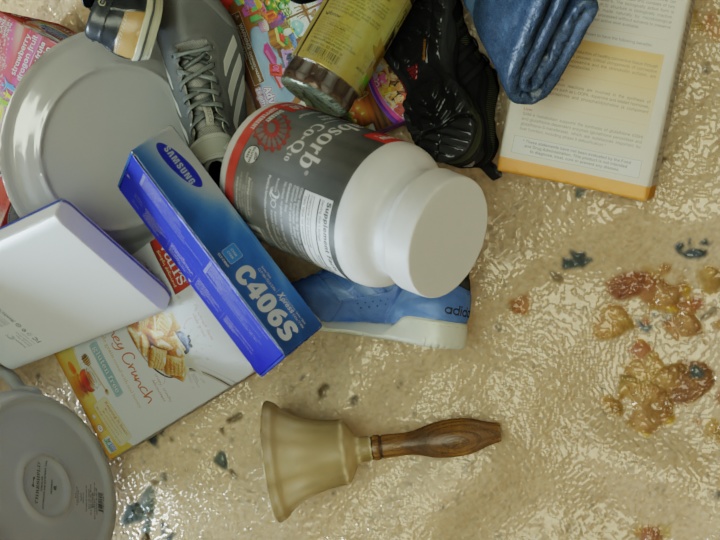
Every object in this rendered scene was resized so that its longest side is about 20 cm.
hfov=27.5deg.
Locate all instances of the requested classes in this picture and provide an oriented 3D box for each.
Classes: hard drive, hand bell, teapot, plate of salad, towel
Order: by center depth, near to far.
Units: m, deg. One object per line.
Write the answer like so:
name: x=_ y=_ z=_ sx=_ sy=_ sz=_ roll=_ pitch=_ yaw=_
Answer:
towel: x=0.116 y=-0.227 z=1.132 sx=0.048 sy=0.201 sz=0.112 roll=6 pitch=132 yaw=-22
hand bell: x=0.021 y=0.151 z=1.255 sx=0.198 sy=0.104 sz=0.105 roll=-8 pitch=93 yaw=5
hard drive: x=-0.278 y=0.016 z=1.259 sx=0.199 sy=0.026 sz=0.132 roll=-20 pitch=130 yaw=34
plate of salad: x=-0.216 y=-0.108 z=1.262 sx=0.048 sy=0.199 sz=0.202 roll=23 pitch=104 yaw=55
teapot: x=-0.323 y=0.206 z=1.297 sx=0.145 sy=0.200 sz=0.198 roll=-23 pitch=103 yaw=33

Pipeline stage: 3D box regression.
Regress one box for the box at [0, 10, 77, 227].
box: x=-0.298 y=-0.118 z=1.301 sx=0.095 sy=0.100 sz=0.201 roll=28 pitch=102 yaw=21

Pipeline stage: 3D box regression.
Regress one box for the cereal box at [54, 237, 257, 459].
cereal box: x=-0.182 y=0.062 z=1.292 sx=0.199 sy=0.039 sz=0.145 roll=-33 pitch=84 yaw=34

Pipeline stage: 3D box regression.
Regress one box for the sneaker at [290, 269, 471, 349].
sneaker: x=0.001 y=0.000 z=1.245 sx=0.198 sy=0.077 sz=0.112 roll=7 pitch=89 yaw=24

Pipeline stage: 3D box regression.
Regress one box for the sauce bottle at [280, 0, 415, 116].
sauce bottle: x=0.012 y=-0.218 z=1.152 sx=0.064 sy=0.065 sz=0.201 roll=29 pitch=84 yaw=12

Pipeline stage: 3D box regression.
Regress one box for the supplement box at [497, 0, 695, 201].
supplement box: x=0.192 y=-0.166 z=1.174 sx=0.125 sy=0.073 sz=0.202 roll=13 pitch=98 yaw=15

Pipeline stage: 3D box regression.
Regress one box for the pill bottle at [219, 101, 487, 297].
pill bottle: x=-0.006 y=-0.054 z=1.148 sx=0.199 sy=0.115 sz=0.117 roll=23 pitch=101 yaw=37

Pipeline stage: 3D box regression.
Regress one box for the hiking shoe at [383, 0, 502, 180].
hiking shoe: x=0.066 y=-0.169 z=1.207 sx=0.075 sy=0.101 sz=0.202 roll=-19 pitch=68 yaw=24

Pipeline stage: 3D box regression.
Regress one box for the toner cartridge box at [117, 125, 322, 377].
toner cartridge box: x=-0.116 y=-0.013 z=1.185 sx=0.043 sy=0.095 sz=0.201 roll=-37 pitch=89 yaw=-22

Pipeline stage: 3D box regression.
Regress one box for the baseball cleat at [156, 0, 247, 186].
baseball cleat: x=-0.123 y=-0.139 z=1.222 sx=0.069 sy=0.107 sz=0.201 roll=-14 pitch=114 yaw=2

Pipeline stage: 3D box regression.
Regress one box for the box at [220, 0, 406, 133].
box: x=-0.040 y=-0.201 z=1.256 sx=0.136 sy=0.039 sz=0.201 roll=-21 pitch=89 yaw=16

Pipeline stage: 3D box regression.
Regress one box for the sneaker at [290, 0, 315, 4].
sneaker: x=-0.018 y=-0.301 z=1.194 sx=0.087 sy=0.075 sz=0.200 roll=37 pitch=67 yaw=9

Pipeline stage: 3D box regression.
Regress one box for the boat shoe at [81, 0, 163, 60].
boat shoe: x=-0.199 y=-0.244 z=1.227 sx=0.062 sy=0.201 sz=0.075 roll=11 pitch=127 yaw=-15
